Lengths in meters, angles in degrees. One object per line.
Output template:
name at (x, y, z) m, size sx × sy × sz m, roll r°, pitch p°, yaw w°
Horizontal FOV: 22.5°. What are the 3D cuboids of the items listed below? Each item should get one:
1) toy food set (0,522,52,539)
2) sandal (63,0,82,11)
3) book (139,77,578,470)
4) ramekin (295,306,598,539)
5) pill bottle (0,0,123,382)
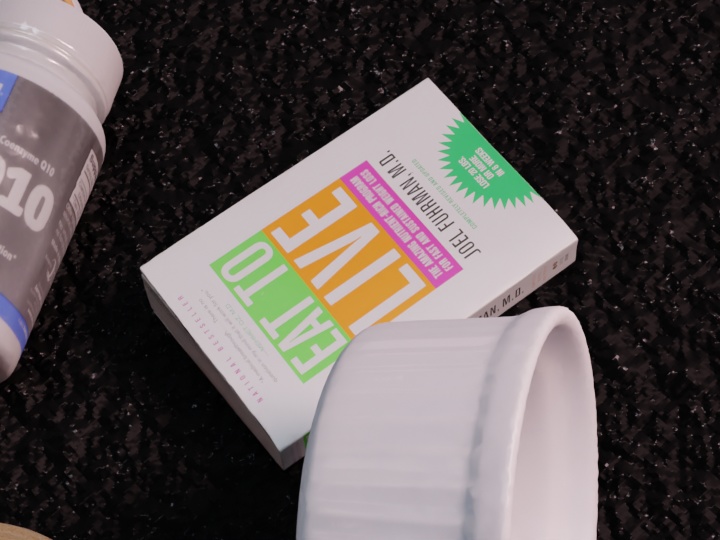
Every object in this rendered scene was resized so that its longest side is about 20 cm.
toy food set at (-0.198, 0.217, 0.870) m, size 0.196 × 0.049 × 0.201 m, roll 14°, pitch 61°, yaw 16°
sandal at (-0.233, -0.209, 1.131) m, size 0.079 × 0.059 × 0.207 m, roll -32°, pitch 59°, yaw -12°
book at (0.000, 0.000, 0.981) m, size 0.199 × 0.048 × 0.134 m, roll -35°, pitch 64°, yaw -15°
ramekin at (0.043, 0.115, 0.814) m, size 0.097 × 0.201 × 0.202 m, roll 2°, pitch 58°, yaw 18°
pill bottle at (-0.208, -0.048, 0.996) m, size 0.112 × 0.114 × 0.202 m, roll 10°, pitch 61°, yaw 14°
